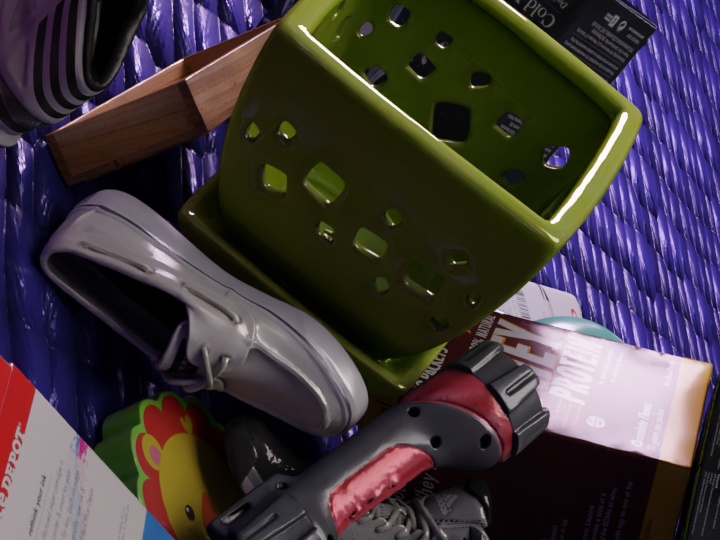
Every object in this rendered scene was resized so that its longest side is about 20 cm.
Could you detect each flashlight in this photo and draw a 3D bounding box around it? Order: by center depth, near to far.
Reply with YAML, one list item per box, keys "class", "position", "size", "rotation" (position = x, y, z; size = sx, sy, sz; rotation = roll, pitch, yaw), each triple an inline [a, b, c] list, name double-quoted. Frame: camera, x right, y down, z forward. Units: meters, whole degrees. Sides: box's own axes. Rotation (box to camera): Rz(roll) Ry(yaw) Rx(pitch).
- class: "flashlight"
  position: [0.015, 0.115, 1.090]
  size: [0.200, 0.068, 0.068]
  rotation: [-36, 122, -30]

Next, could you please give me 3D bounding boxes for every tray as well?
- class: "tray"
  position: [-0.102, -0.108, 1.211]
  size: [0.037, 0.098, 0.200]
  rotation: [66, 24, -11]

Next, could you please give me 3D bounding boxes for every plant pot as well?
- class: "plant pot"
  position: [0.020, -0.055, 1.172]
  size: [0.200, 0.182, 0.199]
  rotation: [39, 34, 1]

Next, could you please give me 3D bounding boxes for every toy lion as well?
- class: "toy lion"
  position: [-0.078, 0.167, 1.130]
  size: [0.200, 0.069, 0.192]
  rotation: [34, 36, -55]

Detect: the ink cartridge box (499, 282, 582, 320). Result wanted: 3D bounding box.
- class: "ink cartridge box"
  position: [0.116, 0.086, 1.571]
  size: [0.200, 0.083, 0.146]
  rotation: [15, 59, -62]

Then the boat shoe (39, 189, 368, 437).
- class: "boat shoe"
  position: [-0.089, 0.035, 1.103]
  size: [0.200, 0.072, 0.066]
  rotation: [40, 43, -2]

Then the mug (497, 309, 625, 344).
- class: "mug"
  position: [0.129, 0.105, 1.387]
  size: [0.185, 0.114, 0.152]
  rotation: [19, 60, -40]

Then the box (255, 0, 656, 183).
- class: "box"
  position: [0.062, -0.164, 1.400]
  size: [0.200, 0.197, 0.124]
  rotation: [44, 14, 26]

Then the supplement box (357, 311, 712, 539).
- class: "supplement box"
  position: [0.100, 0.147, 1.262]
  size: [0.133, 0.199, 0.198]
  rotation: [-60, 161, -60]

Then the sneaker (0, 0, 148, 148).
- class: "sneaker"
  position: [-0.169, -0.176, 1.091]
  size: [0.076, 0.115, 0.201]
  rotation: [22, 54, -60]

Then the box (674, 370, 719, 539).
- class: "box"
  position: [0.214, 0.161, 1.203]
  size: [0.193, 0.047, 0.201]
  rotation: [80, 25, -73]

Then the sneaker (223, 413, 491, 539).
- class: "sneaker"
  position: [0.013, 0.136, 1.161]
  size: [0.200, 0.115, 0.075]
  rotation: [53, 12, -29]

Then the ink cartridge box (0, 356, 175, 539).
- class: "ink cartridge box"
  position: [-0.168, 0.129, 0.936]
  size: [0.200, 0.067, 0.116]
  rotation: [54, 29, -36]
